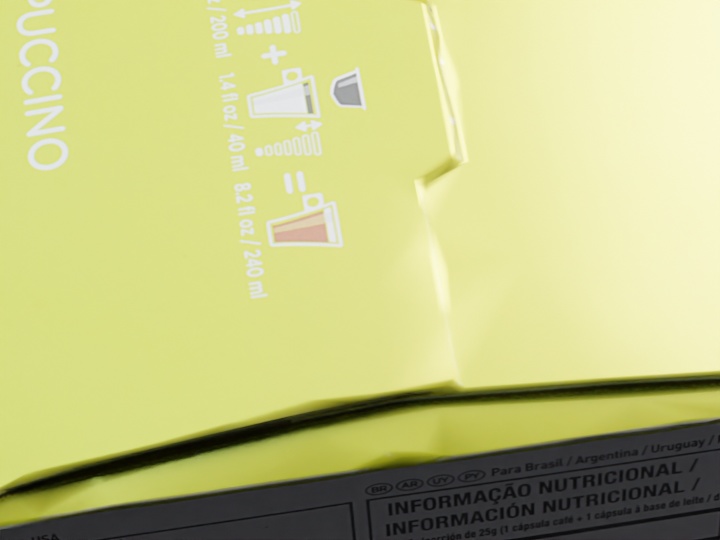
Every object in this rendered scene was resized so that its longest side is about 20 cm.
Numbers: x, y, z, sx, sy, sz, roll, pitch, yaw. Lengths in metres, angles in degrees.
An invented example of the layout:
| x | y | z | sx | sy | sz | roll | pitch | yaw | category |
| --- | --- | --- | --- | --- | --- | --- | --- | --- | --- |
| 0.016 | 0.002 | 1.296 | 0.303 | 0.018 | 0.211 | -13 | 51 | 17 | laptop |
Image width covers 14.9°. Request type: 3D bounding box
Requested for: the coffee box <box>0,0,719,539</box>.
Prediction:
| x | y | z | sx | sy | sz | roll | pitch | yaw | category |
| --- | --- | --- | --- | --- | --- | --- | --- | --- | --- |
| 0.001 | 0.018 | 0.698 | 0.199 | 0.198 | 0.201 | -8 | 54 | -2 | coffee box |
